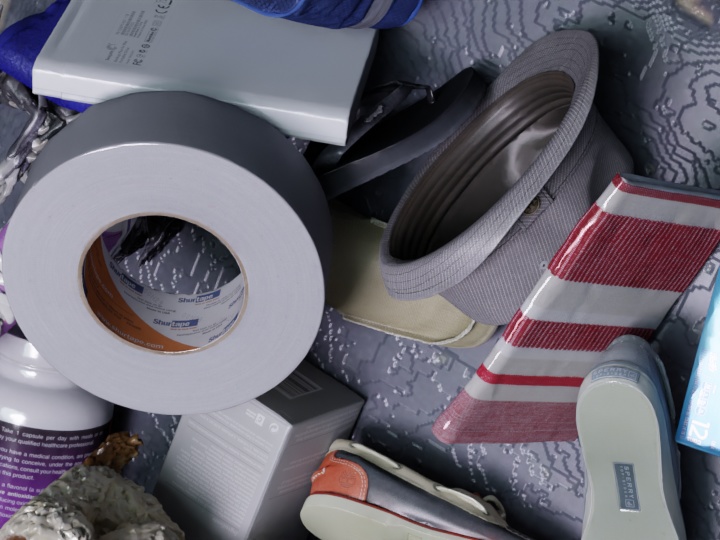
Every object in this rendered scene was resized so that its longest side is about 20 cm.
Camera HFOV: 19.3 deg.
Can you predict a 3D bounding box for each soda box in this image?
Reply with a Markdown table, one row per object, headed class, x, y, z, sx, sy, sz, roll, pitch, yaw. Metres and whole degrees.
| class | x | y | z | sx | sy | sz | roll | pitch | yaw |
| --- | --- | --- | --- | --- | --- | --- | --- | --- | --- |
| soda box | 0.252 | 0.015 | 1.271 | 0.067 | 0.064 | 0.202 | 18 | 105 | 23 |

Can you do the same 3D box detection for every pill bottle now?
| class | x | y | z | sx | sy | sz | roll | pitch | yaw |
| --- | --- | --- | --- | --- | --- | --- | --- | --- | --- |
| pill bottle | -0.239 | 0.137 | 1.513 | 0.112 | 0.112 | 0.202 | 19 | 105 | 24 |

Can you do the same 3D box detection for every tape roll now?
| class | x | y | z | sx | sy | sz | roll | pitch | yaw |
| --- | --- | --- | --- | --- | --- | --- | --- | --- | --- |
| tape roll | -0.117 | -0.009 | 1.306 | 0.199 | 0.066 | 0.202 | 3 | 124 | 4 |

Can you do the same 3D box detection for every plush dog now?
| class | x | y | z | sx | sy | sz | roll | pitch | yaw |
| --- | --- | --- | --- | --- | --- | --- | --- | --- | --- |
| plush dog | -0.143 | 0.209 | 1.362 | 0.172 | 0.161 | 0.200 | 41 | 143 | 4 |

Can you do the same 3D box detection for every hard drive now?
| class | x | y | z | sx | sy | sz | roll | pitch | yaw |
| --- | --- | --- | --- | --- | --- | --- | --- | --- | --- |
| hard drive | -0.095 | -0.136 | 1.350 | 0.198 | 0.132 | 0.026 | 10 | 125 | 4 |

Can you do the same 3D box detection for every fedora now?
| class | x | y | z | sx | sy | sz | roll | pitch | yaw |
| --- | --- | --- | --- | --- | --- | --- | --- | --- | --- |
| fedora | 0.103 | -0.044 | 1.306 | 0.090 | 0.177 | 0.200 | 41 | 78 | -19 |

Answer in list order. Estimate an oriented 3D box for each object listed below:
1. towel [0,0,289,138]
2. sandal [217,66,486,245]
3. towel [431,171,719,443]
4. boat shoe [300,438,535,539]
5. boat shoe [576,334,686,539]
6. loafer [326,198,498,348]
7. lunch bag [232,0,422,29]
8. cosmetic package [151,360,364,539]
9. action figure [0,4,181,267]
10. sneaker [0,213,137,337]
| class | x | y | z | sx | sy | sz | roll | pitch | yaw |
| --- | --- | --- | --- | --- | --- | --- | --- | --- | --- |
| towel | -0.128 | -0.133 | 1.412 | 0.199 | 0.148 | 0.050 | 30 | 143 | 21 |
| sandal | -0.010 | -0.080 | 1.348 | 0.199 | 0.076 | 0.043 | -28 | 106 | -2 |
| towel | 0.138 | 0.026 | 1.287 | 0.023 | 0.144 | 0.201 | 47 | 115 | 31 |
| boat shoe | 0.061 | 0.169 | 1.389 | 0.199 | 0.063 | 0.071 | 19 | 141 | 8 |
| boat shoe | 0.174 | 0.131 | 1.321 | 0.070 | 0.072 | 0.202 | 5 | 125 | 20 |
| loafer | 0.000 | 0.000 | 1.395 | 0.199 | 0.068 | 0.076 | 22 | 108 | 23 |
| lunch bag | -0.017 | -0.258 | 1.335 | 0.135 | 0.132 | 0.201 | 29 | 111 | 37 |
| cosmetic package | -0.085 | 0.161 | 1.441 | 0.090 | 0.107 | 0.201 | 33 | 109 | 21 |
| action figure | -0.216 | -0.086 | 1.470 | 0.102 | 0.119 | 0.200 | -45 | 82 | 20 |
| sneaker | -0.225 | 0.006 | 1.391 | 0.073 | 0.114 | 0.200 | 42 | 129 | -10 |
